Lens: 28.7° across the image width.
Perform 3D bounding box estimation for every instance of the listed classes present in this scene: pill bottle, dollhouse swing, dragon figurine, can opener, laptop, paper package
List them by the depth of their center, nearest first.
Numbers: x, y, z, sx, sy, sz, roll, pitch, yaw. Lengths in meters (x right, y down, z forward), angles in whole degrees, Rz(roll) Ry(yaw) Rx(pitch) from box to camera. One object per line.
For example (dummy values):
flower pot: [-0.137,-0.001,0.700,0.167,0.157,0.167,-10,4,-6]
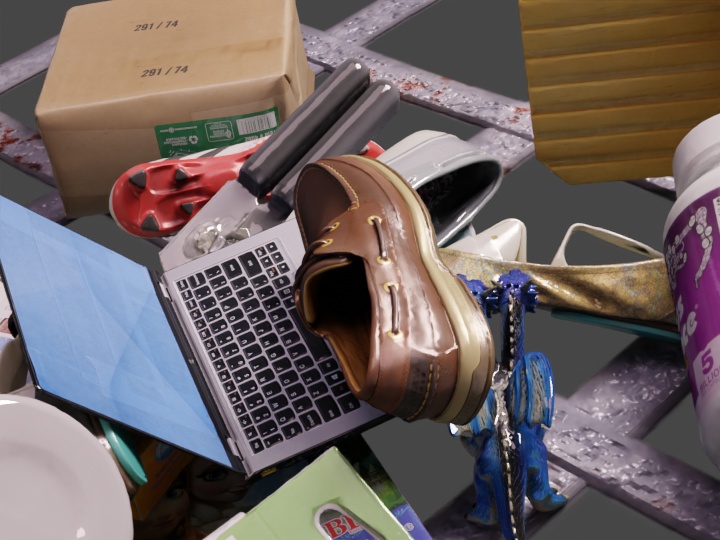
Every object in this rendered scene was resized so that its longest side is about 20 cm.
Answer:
pill bottle: [-0.203,0.146,0.667,0.200,0.114,0.114,-36,15,43]
laptop: [-0.077,0.007,0.754,0.200,0.116,0.187,-23,40,-8]
dragon figurine: [0.077,0.081,0.758,0.059,0.100,0.200,-8,36,7]
pill bottle: [0.226,0.009,0.767,0.112,0.112,0.200,-7,50,7]
dollhouse swing: [0.208,-0.103,0.884,0.176,0.200,0.182,-12,36,-2]
can opener: [-0.052,-0.051,0.928,0.053,0.067,0.200,37,71,16]
paper package: [-0.143,-0.141,1.127,0.200,0.104,0.191,-8,37,5]

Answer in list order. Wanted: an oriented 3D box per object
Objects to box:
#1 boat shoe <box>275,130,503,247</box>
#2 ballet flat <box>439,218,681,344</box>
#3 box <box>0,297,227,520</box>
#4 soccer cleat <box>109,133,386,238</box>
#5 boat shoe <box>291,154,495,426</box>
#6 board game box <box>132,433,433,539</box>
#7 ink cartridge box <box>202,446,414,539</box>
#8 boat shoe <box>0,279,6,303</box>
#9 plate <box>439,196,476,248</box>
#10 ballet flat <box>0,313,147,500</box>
boat shoe: [0.020,-0.030,0.911,0.071,0.070,0.201,16,42,38]
ballet flat: [0.112,0.002,0.860,0.200,0.071,0.071,7,38,7]
box: [-0.180,0.072,0.829,0.200,0.042,0.119,10,42,26]
soccer cleat: [-0.077,-0.060,0.988,0.200,0.069,0.085,-11,5,-12]
boat shoe: [0.000,0.001,0.721,0.068,0.072,0.200,3,34,-26]
board game box: [-0.083,0.143,0.770,0.200,0.041,0.200,-23,37,-13]
ink cartridge box: [-0.059,0.184,0.643,0.200,0.059,0.104,-35,67,-18]
boat shoe: [-0.264,0.002,0.993,0.064,0.071,0.200,-35,39,-26]
plate: [-0.018,0.002,0.959,0.200,0.026,0.200,-8,35,6]
ballet flat: [-0.157,0.069,0.746,0.068,0.068,0.200,-27,29,-1]
